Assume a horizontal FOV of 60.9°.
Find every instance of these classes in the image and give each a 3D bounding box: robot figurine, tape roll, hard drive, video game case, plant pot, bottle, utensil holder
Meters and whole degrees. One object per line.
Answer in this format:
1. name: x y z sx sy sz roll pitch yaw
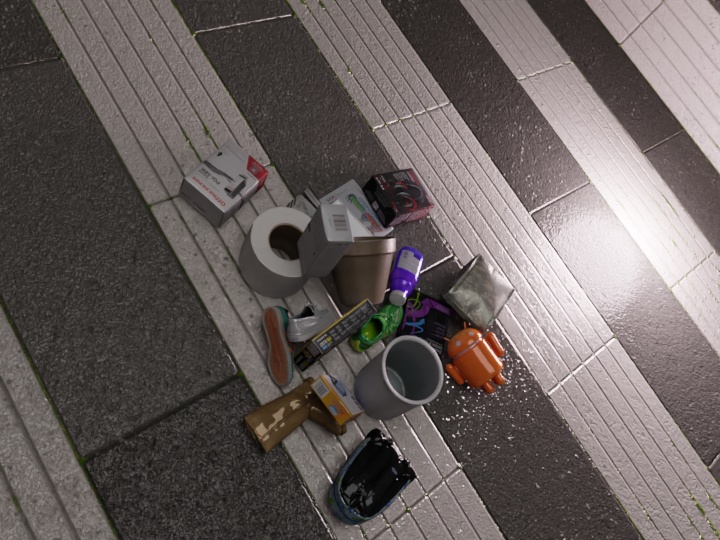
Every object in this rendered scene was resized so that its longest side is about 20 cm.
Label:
1. robot figurine: 0.322 0.250 1.728 0.201 0.144 0.116 55 35 7
2. tape roll: -0.209 -0.046 1.613 0.200 0.139 0.205 10 61 -19
3. hard drive: -0.043 -0.090 1.755 0.132 0.026 0.200 -42 86 -13
4. video game case: -0.024 -0.157 1.827 0.181 0.024 0.201 -36 84 -34
5. plant pot: 0.000 0.000 1.644 0.198 0.199 0.176 -5 96 -27
6. bottle: 0.126 0.018 1.760 0.083 0.066 0.201 27 43 -6
7. utensil holder: 0.089 0.280 1.552 0.168 0.200 0.172 11 61 -21

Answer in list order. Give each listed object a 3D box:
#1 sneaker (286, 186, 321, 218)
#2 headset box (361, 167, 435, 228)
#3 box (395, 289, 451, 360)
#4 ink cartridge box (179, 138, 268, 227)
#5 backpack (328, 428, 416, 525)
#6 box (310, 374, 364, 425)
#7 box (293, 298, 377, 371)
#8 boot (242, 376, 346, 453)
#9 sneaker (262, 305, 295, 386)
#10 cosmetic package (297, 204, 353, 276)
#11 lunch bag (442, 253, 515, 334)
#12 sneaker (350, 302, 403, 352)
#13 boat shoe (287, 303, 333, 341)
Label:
1. sneaker: -0.143 -0.135 1.708 0.115 0.076 0.201 -35 52 0
2. headset box: 0.125 -0.228 1.889 0.199 0.075 0.150 -17 71 -40
3. box: 0.179 0.165 1.753 0.142 0.036 0.202 23 59 -13
4. ink cartridge box: -0.371 -0.239 1.669 0.146 0.083 0.201 40 55 -3
5. backpack: 0.014 0.507 1.448 0.163 0.154 0.200 48 34 1
6. box: -0.052 0.313 1.496 0.041 0.200 0.119 -39 76 0
7. box: -0.066 0.165 1.560 0.199 0.160 0.049 -35 81 -33
8. boot: -0.155 0.374 1.475 0.199 0.066 0.175 -31 72 -33
9. sneaker: -0.191 0.188 1.543 0.080 0.071 0.203 2 78 -59
10. cosmetic package: -0.089 -0.068 1.475 0.073 0.200 0.103 -1 65 -25
11. lunch bag: 0.342 0.079 1.824 0.164 0.118 0.200 45 50 1
12. sneaker: 0.058 0.150 1.673 0.074 0.084 0.200 47 55 4
13. boat shoe: -0.129 0.122 1.563 0.199 0.071 0.070 -23 111 -58
